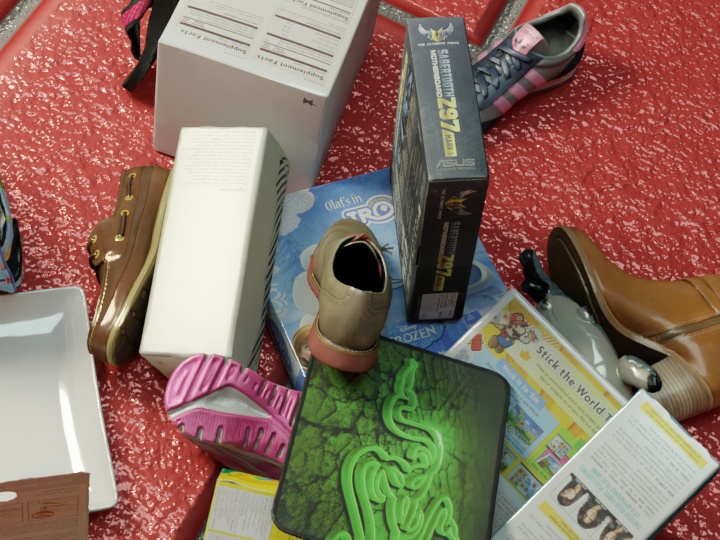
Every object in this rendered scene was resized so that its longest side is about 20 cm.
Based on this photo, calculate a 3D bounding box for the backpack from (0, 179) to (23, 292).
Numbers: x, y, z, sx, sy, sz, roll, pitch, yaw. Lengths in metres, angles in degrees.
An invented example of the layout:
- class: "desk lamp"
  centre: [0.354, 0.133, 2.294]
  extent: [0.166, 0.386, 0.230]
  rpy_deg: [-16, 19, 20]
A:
- class: "backpack"
  centre: [-0.351, -0.062, 1.220]
  extent: [0.134, 0.183, 0.201]
  rpy_deg: [-26, 75, -14]

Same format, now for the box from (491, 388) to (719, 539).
- class: "box"
  centre: [0.169, 0.188, 1.153]
  extent: [0.200, 0.049, 0.082]
  rpy_deg: [-44, 71, 0]

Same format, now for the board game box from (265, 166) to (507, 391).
- class: "board game box"
  centre: [0.013, 0.012, 1.312]
  extent: [0.199, 0.043, 0.200]
  rpy_deg: [-16, 61, -19]

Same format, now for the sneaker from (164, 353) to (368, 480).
- class: "sneaker"
  centre: [-0.058, 0.126, 1.200]
  extent: [0.199, 0.088, 0.082]
  rpy_deg: [27, 75, -6]

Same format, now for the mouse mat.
- class: "mouse mat"
  centre: [0.027, 0.130, 1.146]
  extent: [0.160, 0.008, 0.201]
  rpy_deg: [17, 48, -4]

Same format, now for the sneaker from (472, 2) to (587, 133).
- class: "sneaker"
  centre: [0.131, -0.189, 1.437]
  extent: [0.200, 0.082, 0.070]
  rpy_deg: [-35, 70, -27]

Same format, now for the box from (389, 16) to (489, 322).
- class: "box"
  centre: [0.059, -0.076, 1.231]
  extent: [0.051, 0.200, 0.159]
  rpy_deg: [-3, 56, -6]

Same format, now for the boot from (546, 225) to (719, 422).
- class: "boot"
  centre: [0.263, 0.025, 1.327]
  extent: [0.155, 0.077, 0.201]
  rpy_deg: [-25, 68, -22]

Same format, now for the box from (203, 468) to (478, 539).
- class: "box"
  centre: [-0.019, 0.224, 1.135]
  extent: [0.199, 0.048, 0.118]
  rpy_deg: [14, 94, 0]

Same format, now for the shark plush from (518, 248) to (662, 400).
- class: "shark plush"
  centre: [0.171, 0.073, 1.288]
  extent: [0.091, 0.083, 0.200]
  rpy_deg: [-39, 61, 1]

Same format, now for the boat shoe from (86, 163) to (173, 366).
- class: "boat shoe"
  centre: [-0.192, -0.007, 1.275]
  extent: [0.067, 0.072, 0.201]
  rpy_deg: [11, 51, 4]

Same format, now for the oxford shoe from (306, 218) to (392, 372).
- class: "oxford shoe"
  centre: [0.000, 0.000, 1.210]
  extent: [0.070, 0.075, 0.200]
  rpy_deg: [13, 27, -9]

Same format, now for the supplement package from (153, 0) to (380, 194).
- class: "supplement package"
  centre: [-0.077, -0.201, 1.365]
  extent: [0.150, 0.152, 0.201]
  rpy_deg: [19, 57, 2]

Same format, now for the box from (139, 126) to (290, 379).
- class: "box"
  centre: [-0.115, -0.014, 1.255]
  extent: [0.082, 0.068, 0.201]
  rpy_deg: [3, 69, 17]

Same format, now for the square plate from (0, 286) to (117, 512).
- class: "square plate"
  centre: [-0.300, 0.112, 1.201]
  extent: [0.199, 0.029, 0.199]
  rpy_deg: [-7, 59, -14]

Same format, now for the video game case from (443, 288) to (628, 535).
- class: "video game case"
  centre: [0.124, 0.146, 1.212]
  extent: [0.182, 0.023, 0.200]
  rpy_deg: [-44, 71, 0]

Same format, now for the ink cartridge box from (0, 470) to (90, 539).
- class: "ink cartridge box"
  centre: [-0.268, 0.170, 1.066]
  extent: [0.160, 0.200, 0.050]
  rpy_deg: [-6, 59, -15]

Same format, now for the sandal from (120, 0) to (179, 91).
- class: "sandal"
  centre: [-0.177, -0.236, 1.343]
  extent: [0.045, 0.200, 0.075]
  rpy_deg: [25, 49, -6]
